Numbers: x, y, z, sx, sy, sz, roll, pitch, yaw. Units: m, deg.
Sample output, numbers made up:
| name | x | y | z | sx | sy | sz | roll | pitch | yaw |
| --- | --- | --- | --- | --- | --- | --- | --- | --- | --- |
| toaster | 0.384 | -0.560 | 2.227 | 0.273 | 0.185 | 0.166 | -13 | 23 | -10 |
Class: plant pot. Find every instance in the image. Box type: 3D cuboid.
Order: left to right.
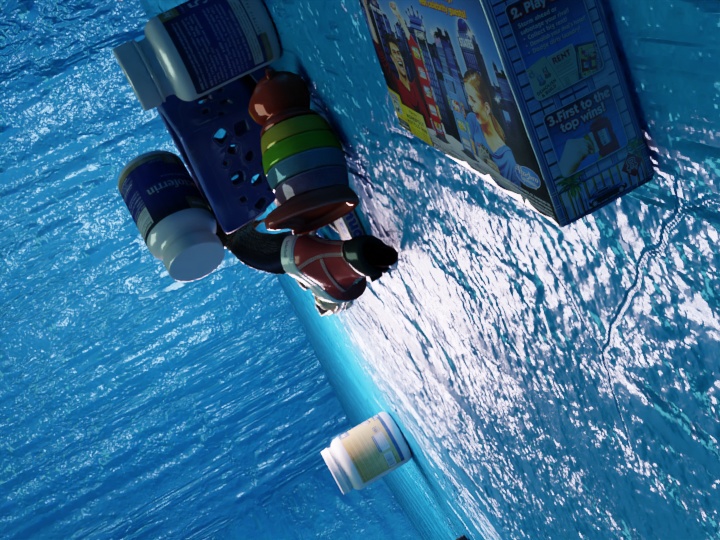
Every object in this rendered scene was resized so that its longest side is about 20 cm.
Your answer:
| name | x | y | z | sx | sy | sz | roll | pitch | yaw |
| --- | --- | --- | --- | --- | --- | --- | --- | --- | --- |
| plant pot | -0.195 | -0.212 | 1.240 | 0.200 | 0.180 | 0.200 | 52 | 168 | 45 |

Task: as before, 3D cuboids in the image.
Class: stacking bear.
| name | x | y | z | sx | sy | sz | roll | pitch | yaw |
| --- | --- | --- | --- | --- | --- | --- | --- | --- | --- |
| stacking bear | -0.084 | -0.161 | 1.021 | 0.121 | 0.114 | 0.200 | 5 | -115 | -69 |

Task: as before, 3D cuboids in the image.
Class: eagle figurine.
| name | x | y | z | sx | sy | sz | roll | pitch | yaw |
| --- | --- | --- | --- | --- | --- | --- | --- | --- | --- |
| eagle figurine | -0.206 | -0.068 | 1.402 | 0.200 | 0.151 | 0.152 | 49 | -150 | -59 |

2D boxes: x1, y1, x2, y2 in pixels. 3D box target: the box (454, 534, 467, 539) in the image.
| name | x | y | z | sx | sy | sz | roll | pitch | yaw |
| --- | --- | --- | --- | --- | --- | --- | --- | --- | --- |
| box | 0.227 | 0.726 | 1.864 | 0.149 | 0.124 | 0.200 | 57 | 169 | 21 |

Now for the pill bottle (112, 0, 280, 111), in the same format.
| name | x | y | z | sx | sy | sz | roll | pitch | yaw |
| --- | --- | --- | --- | --- | --- | --- | --- | --- | --- |
| pill bottle | -0.221 | -0.299 | 1.066 | 0.120 | 0.200 | 0.120 | 58 | 170 | 17 |

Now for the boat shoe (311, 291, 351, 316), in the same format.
| name | x | y | z | sx | sy | sz | roll | pitch | yaw |
| --- | --- | --- | --- | --- | --- | --- | --- | --- | --- |
| boat shoe | -0.060 | 0.048 | 1.614 | 0.075 | 0.068 | 0.200 | 58 | 170 | 22 |

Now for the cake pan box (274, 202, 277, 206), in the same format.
| name | x | y | z | sx | sy | sz | roll | pitch | yaw |
| --- | --- | --- | --- | --- | --- | --- | --- | --- | --- |
| cake pan box | -0.162 | -0.190 | 1.534 | 0.184 | 0.052 | 0.200 | 48 | 164 | 46 |

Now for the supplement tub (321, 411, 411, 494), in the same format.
| name | x | y | z | sx | sy | sz | roll | pitch | yaw |
| --- | --- | --- | --- | --- | --- | --- | --- | --- | --- |
| supplement tub | 0.014 | 0.470 | 2.033 | 0.145 | 0.200 | 0.145 | 59 | 170 | 17 |

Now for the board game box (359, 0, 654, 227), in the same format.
| name | x | y | z | sx | sy | sz | roll | pitch | yaw |
| --- | --- | --- | --- | --- | --- | --- | --- | --- | --- |
| board game box | 0.057 | -0.152 | 0.425 | 0.200 | 0.062 | 0.200 | 48 | 163 | 56 |

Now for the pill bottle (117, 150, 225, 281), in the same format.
| name | x | y | z | sx | sy | sz | roll | pitch | yaw |
| --- | --- | --- | --- | --- | --- | --- | --- | --- | --- |
| pill bottle | -0.300 | -0.086 | 1.266 | 0.200 | 0.116 | 0.116 | 57 | 170 | 25 |

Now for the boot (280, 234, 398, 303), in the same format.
| name | x | y | z | sx | sy | sz | roll | pitch | yaw |
| --- | --- | --- | --- | --- | --- | --- | --- | --- | --- |
| boot | 0.000 | 0.000 | 1.092 | 0.200 | 0.144 | 0.072 | 33 | -121 | -61 |

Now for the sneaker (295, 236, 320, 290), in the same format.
| name | x | y | z | sx | sy | sz | roll | pitch | yaw |
| --- | --- | --- | --- | --- | --- | --- | --- | --- | --- |
| sneaker | -0.078 | -0.028 | 1.532 | 0.070 | 0.076 | 0.200 | 55 | -164 | -23 |

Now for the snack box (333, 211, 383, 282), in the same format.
| name | x | y | z | sx | sy | sz | roll | pitch | yaw |
| --- | --- | --- | --- | --- | --- | --- | --- | --- | --- |
| snack box | -0.025 | -0.079 | 1.187 | 0.200 | 0.024 | 0.072 | 65 | 168 | -19 |

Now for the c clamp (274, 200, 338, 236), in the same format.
| name | x | y | z | sx | sy | sz | roll | pitch | yaw |
| --- | --- | --- | --- | --- | --- | --- | --- | --- | --- |
| c clamp | -0.101 | -0.091 | 1.395 | 0.171 | 0.027 | 0.200 | 46 | 166 | 2 |
